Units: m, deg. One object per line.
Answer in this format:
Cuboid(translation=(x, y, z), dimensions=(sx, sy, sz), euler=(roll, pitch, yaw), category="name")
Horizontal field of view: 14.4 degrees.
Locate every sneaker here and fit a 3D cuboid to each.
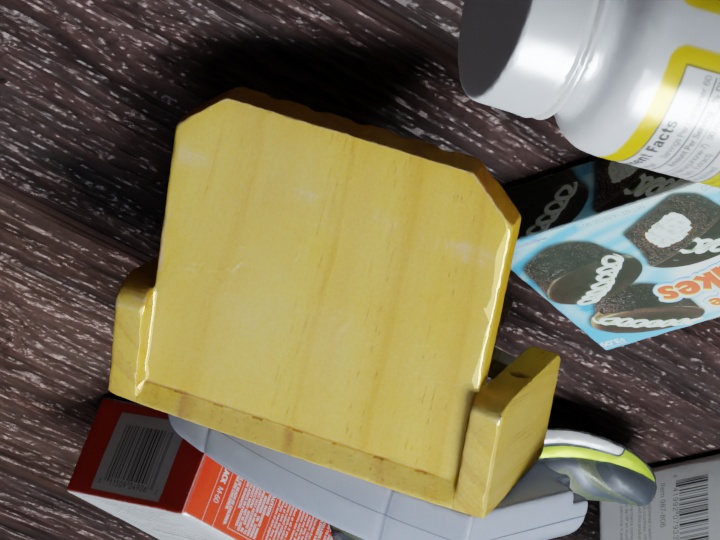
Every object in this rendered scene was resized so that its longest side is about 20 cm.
Cuboid(translation=(0.070, 0.132, 1.611), dimensions=(0.198, 0.082, 0.074), euler=(0, 171, -10), category="sneaker")

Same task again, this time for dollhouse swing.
Cuboid(translation=(0.000, 0.000, 1.412), dimensions=(0.199, 0.177, 0.182), euler=(17, -165, 13), category="dollhouse swing")

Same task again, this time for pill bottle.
Cuboid(translation=(0.150, -0.095, 1.229), dimensions=(0.199, 0.115, 0.114), euler=(14, 147, -16), category="pill bottle")

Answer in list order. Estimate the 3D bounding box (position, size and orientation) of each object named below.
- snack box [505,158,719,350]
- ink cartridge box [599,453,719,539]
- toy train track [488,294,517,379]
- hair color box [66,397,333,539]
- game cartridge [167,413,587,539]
Cuboid(translation=(0.177, -0.024, 1.415), dimensions=(0.199, 0.037, 0.116), euler=(-18, 143, 31), category="snack box")
Cuboid(translation=(0.242, 0.180, 1.636), dimensions=(0.199, 0.146, 0.084), euler=(-14, 146, 27), category="ink cartridge box")
Cuboid(translation=(0.036, 0.040, 1.533), dimensions=(0.114, 0.033, 0.200), euler=(28, 153, -5), category="toy train track")
Cuboid(translation=(-0.058, 0.143, 1.652), dimensions=(0.110, 0.064, 0.200), euler=(6, 158, 47), category="hair color box")
Cuboid(translation=(0.002, 0.095, 1.472), dimensions=(0.199, 0.041, 0.133), euler=(25, -166, 33), category="game cartridge")
